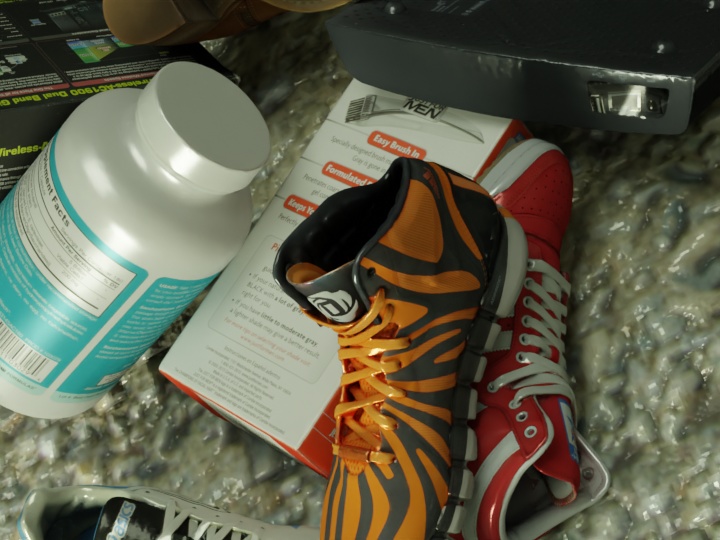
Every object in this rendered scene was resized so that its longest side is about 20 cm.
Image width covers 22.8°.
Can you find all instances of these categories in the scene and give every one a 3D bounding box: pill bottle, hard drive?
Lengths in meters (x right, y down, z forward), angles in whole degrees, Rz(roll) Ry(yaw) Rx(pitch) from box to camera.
[{"bbox_3d":[-0.130,-0.018,0.929,0.200,0.110,0.111,-44,44,34],"label":"pill bottle"},{"bbox_3d":[0.097,-0.117,0.902,0.199,0.043,0.135,13,32,29],"label":"hard drive"}]

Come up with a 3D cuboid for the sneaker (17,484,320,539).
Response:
[{"bbox_3d":[-0.085,0.144,0.874,0.199,0.073,0.072,2,62,30],"label":"sneaker"}]

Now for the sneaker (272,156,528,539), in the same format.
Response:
[{"bbox_3d":[0.000,0.044,0.778,0.077,0.112,0.201,1,70,41],"label":"sneaker"}]

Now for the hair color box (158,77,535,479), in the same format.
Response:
[{"bbox_3d":[0.000,0.000,0.917,0.111,0.064,0.201,25,78,40],"label":"hair color box"}]

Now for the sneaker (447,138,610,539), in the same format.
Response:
[{"bbox_3d":[0.080,0.038,0.841,0.112,0.071,0.201,18,80,41],"label":"sneaker"}]

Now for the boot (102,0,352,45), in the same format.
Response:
[{"bbox_3d":[-0.032,-0.181,0.996,0.199,0.155,0.074,-11,99,25],"label":"boot"}]

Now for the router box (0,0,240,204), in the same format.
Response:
[{"bbox_3d":[-0.191,-0.107,1.022,0.199,0.062,0.150,-12,39,-32],"label":"router box"}]
